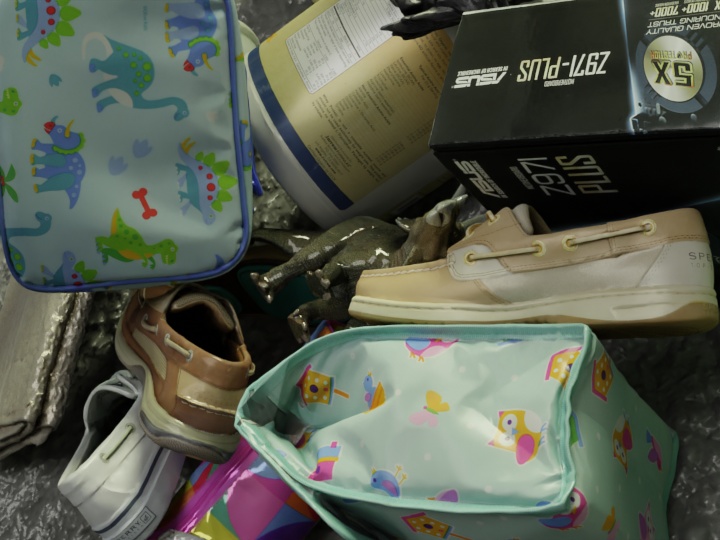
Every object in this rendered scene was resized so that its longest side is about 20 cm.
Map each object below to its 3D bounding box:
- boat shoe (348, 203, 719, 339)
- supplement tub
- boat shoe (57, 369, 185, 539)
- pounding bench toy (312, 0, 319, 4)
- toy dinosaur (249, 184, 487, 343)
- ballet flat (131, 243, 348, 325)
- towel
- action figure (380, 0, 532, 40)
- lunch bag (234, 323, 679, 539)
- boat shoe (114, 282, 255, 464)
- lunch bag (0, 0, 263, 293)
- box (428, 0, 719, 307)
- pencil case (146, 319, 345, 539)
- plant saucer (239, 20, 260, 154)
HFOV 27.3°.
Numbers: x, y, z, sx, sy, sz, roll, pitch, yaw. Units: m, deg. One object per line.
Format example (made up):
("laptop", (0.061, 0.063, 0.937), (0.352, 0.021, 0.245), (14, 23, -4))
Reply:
("boat shoe", (0.088, 0.000, 0.772), (0.199, 0.074, 0.069), (-2, 79, 26))
("supplement tub", (0.033, -0.128, 0.958), (0.200, 0.144, 0.145), (-33, 50, 14))
("boat shoe", (-0.142, 0.093, 0.948), (0.074, 0.067, 0.200), (-41, 18, 17))
("pounding bench toy", (0.008, -0.285, 1.078), (0.156, 0.124, 0.200), (-34, 50, 13))
("toy dinosaur", (0.000, 0.000, 0.891), (0.102, 0.077, 0.200), (-29, 14, -26))
("ballet flat", (-0.072, 0.000, 1.012), (0.199, 0.069, 0.063), (-4, 48, 31))
("towel", (-0.234, 0.041, 1.087), (0.132, 0.034, 0.201), (-25, 48, 51))
("action figure", (0.043, -0.208, 0.843), (0.119, 0.102, 0.200), (-22, 62, -8))
("lunch bag", (0.050, 0.108, 0.791), (0.199, 0.170, 0.122), (-5, 62, 27))
("boat shoe", (-0.103, 0.045, 0.918), (0.072, 0.076, 0.200), (-67, 25, 15))
("lunch bag", (-0.144, -0.089, 0.891), (0.160, 0.201, 0.082), (-7, 12, -11))
("box", (0.159, -0.058, 0.793), (0.163, 0.200, 0.086), (0, 65, 34))
("pencil case", (-0.052, 0.124, 0.913), (0.200, 0.088, 0.088), (-49, 48, -1))
("plant saucer", (-0.122, -0.077, 1.016), (0.050, 0.200, 0.200), (36, 87, 20))
